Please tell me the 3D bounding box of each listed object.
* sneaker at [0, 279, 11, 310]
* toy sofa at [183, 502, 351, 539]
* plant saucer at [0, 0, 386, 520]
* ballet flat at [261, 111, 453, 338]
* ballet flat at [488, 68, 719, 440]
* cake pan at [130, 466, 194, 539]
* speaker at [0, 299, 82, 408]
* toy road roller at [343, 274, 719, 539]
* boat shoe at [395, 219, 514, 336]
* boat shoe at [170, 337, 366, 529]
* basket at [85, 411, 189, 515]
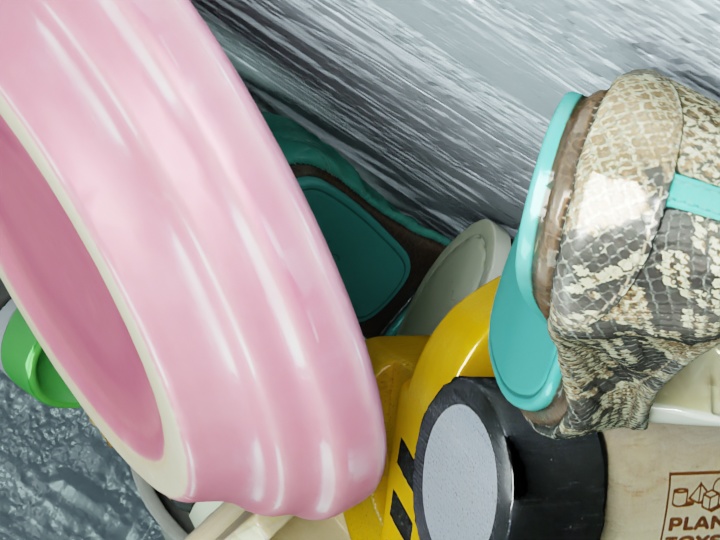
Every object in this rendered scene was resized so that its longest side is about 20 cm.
[{"bbox_3d":[-0.192,-0.070,1.072,0.115,0.076,0.201,35,-157,-51],"label":"sneaker"},{"bbox_3d":[0.022,0.149,0.921,0.200,0.083,0.098,50,131,-1],"label":"toy sofa"},{"bbox_3d":[-0.066,-0.014,0.814,0.201,0.051,0.201,54,164,23],"label":"plant saucer"},{"bbox_3d":[0.000,0.000,1.054,0.070,0.067,0.200,48,-176,41],"label":"ballet flat"},{"bbox_3d":[0.067,0.005,0.627,0.075,0.068,0.200,16,173,2],"label":"ballet flat"},{"bbox_3d":[-0.007,0.093,1.363,0.200,0.200,0.037,30,135,27],"label":"cake pan"},{"bbox_3d":[-0.154,-0.036,1.247,0.200,0.088,0.088,51,-173,33],"label":"speaker"},{"bbox_3d":[0.054,0.095,0.839,0.122,0.201,0.146,0,-163,-25],"label":"toy road roller"},{"bbox_3d":[0.027,0.068,0.992,0.060,0.202,0.072,19,-142,-9],"label":"boat shoe"},{"bbox_3d":[-0.040,0.036,0.999,0.068,0.072,0.200,50,164,9],"label":"boat shoe"},{"bbox_3d":[-0.008,0.038,1.286,0.200,0.149,0.143,39,141,35],"label":"basket"}]
